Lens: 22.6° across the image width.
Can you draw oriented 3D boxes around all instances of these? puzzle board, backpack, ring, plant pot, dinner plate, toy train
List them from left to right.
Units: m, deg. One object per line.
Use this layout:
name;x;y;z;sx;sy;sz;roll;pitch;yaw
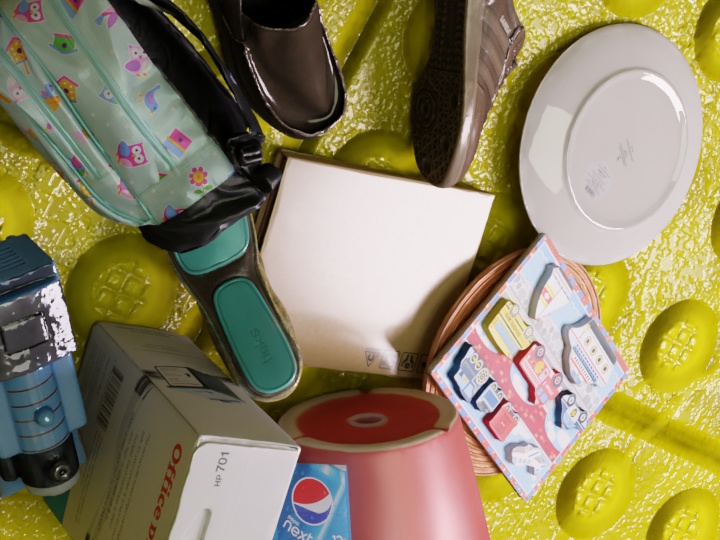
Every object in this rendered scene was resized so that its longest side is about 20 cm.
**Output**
toy train;-0.237;0.066;1.223;0.086;0.114;0.201;-20;119;-22
backpack;-0.156;-0.113;1.169;0.126;0.167;0.200;-41;111;-5
plant pot;0.012;0.196;1.401;0.199;0.200;0.179;-12;106;-27
ring;0.124;0.075;1.496;0.200;0.019;0.202;-19;121;-34
puzzle board;0.146;0.085;1.494;0.151;0.017;0.200;-49;134;-13
dinner plate;0.212;-0.100;1.473;0.199;0.024;0.202;-10;109;-31

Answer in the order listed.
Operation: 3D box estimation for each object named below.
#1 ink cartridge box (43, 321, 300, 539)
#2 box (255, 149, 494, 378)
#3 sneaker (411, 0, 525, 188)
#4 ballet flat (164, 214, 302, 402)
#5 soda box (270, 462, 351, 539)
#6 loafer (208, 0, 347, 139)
ink cartridge box;-0.138;0.144;1.265;0.085;0.200;0.147;9;106;-34
box;0.000;0.000;1.399;0.199;0.021;0.164;8;106;-34
sneaker;0.092;-0.159;1.358;0.075;0.070;0.201;-5;113;-31
ballet flat;-0.099;0.001;1.303;0.070;0.071;0.201;-23;91;-21
soda box;-0.087;0.190;1.319;0.067;0.200;0.065;7;69;-33
loafer;-0.061;-0.169;1.258;0.073;0.071;0.201;-37;125;-13
